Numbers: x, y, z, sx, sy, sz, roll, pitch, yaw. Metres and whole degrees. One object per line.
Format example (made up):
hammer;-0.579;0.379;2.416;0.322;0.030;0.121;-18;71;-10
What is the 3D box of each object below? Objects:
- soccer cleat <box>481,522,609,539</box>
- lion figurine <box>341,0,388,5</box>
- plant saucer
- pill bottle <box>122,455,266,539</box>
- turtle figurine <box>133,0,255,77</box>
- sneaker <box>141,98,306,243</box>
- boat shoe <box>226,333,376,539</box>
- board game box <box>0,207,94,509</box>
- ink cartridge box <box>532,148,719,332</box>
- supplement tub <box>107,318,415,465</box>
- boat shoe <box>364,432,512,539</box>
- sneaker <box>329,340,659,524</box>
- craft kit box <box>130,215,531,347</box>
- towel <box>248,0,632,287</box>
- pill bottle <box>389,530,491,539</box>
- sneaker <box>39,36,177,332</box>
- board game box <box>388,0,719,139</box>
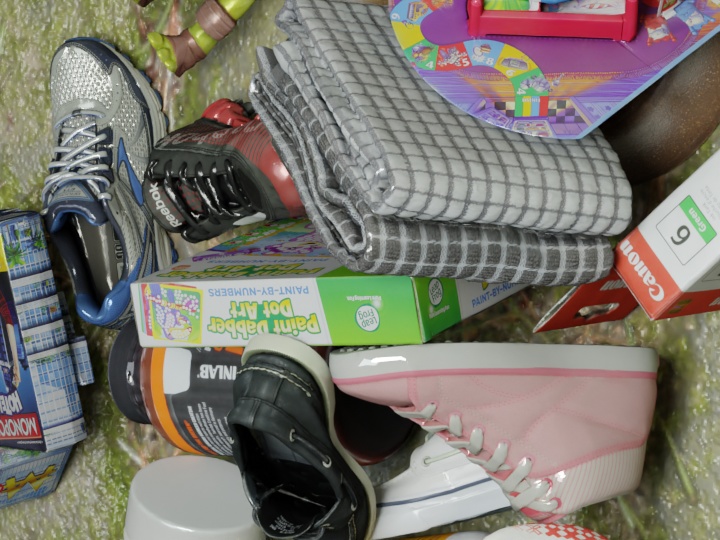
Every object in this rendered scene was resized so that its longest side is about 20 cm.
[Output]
soccer cleat;0.156;0.196;1.550;0.199;0.085;0.069;25;85;-15
lion figurine;0.007;-0.158;1.653;0.072;0.122;0.201;14;125;36
plant saucer;0.132;-0.147;1.618;0.199;0.037;0.202;3;96;33
pill bottle;-0.114;0.226;1.746;0.114;0.114;0.201;26;121;29
turtle figurine;-0.070;-0.203;1.721;0.160;0.064;0.201;-27;97;10
sneaker;-0.080;-0.055;1.677;0.071;0.098;0.200;62;165;-16
boat shoe;-0.039;0.122;1.590;0.074;0.066;0.200;14;144;16
board game box;-0.231;0.062;1.826;0.200;0.061;0.201;0;104;62
ink cartridge box;0.199;-0.014;1.542;0.200;0.109;0.050;-46;69;28
supplement tub;-0.065;0.066;1.722;0.199;0.107;0.108;0;95;38
boat shoe;0.071;0.116;1.669;0.199;0.073;0.067;-15;83;21
sneaker;0.077;0.092;1.554;0.075;0.199;0.106;179;94;-69
craft kit box;0.000;0.000;1.620;0.199;0.197;0.049;-2;106;33
towel;0.039;-0.068;1.534;0.200;0.164;0.086;59;137;48
pill bottle;0.042;0.217;1.667;0.199;0.111;0.112;-10;89;34
sneaker;-0.170;-0.056;1.793;0.077;0.085;0.202;-14;87;27
board game box;0.113;-0.165;1.519;0.158;0.200;0.039;41;154;25
